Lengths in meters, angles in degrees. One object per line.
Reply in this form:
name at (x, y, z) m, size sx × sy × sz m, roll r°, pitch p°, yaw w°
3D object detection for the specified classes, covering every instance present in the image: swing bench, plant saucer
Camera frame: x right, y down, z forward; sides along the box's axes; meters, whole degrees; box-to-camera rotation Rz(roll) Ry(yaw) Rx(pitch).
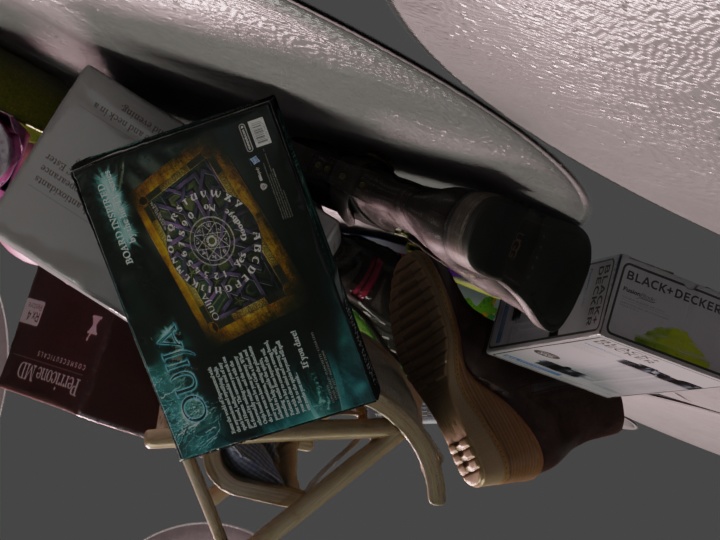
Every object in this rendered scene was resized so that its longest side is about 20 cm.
swing bench at (-0.049, 0.124, 1.472) m, size 0.200 × 0.130 × 0.199 m, roll -21°, pitch -168°, yaw 0°
plant saucer at (-0.316, -0.152, 1.408) m, size 0.200 × 0.048 × 0.200 m, roll 15°, pitch 174°, yaw 37°

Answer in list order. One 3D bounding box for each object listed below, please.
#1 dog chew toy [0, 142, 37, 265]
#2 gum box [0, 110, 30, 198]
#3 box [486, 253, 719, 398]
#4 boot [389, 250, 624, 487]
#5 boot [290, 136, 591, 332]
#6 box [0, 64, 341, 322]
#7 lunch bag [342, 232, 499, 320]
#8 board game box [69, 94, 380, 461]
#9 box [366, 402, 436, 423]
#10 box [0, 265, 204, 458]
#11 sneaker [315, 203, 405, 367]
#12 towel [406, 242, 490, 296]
dog chew toy at (-0.234, -0.054, 1.508) m, size 0.200 × 0.125 × 0.125 m, roll 16°, pitch 173°, yaw 33°
gum box at (-0.329, -0.102, 1.333) m, size 0.200 × 0.066 × 0.114 m, roll 19°, pitch 176°, yaw -2°
box at (0.185, 0.044, 1.392) m, size 0.117 × 0.060 × 0.200 m, roll 21°, pitch 167°, yaw -17°
boot at (0.117, 0.064, 1.525) m, size 0.166 × 0.200 × 0.072 m, roll -19°, pitch 179°, yaw -38°
boot at (0.048, -0.035, 1.272) m, size 0.174 × 0.069 × 0.200 m, roll 22°, pitch 173°, yaw 36°
box at (-0.127, -0.025, 1.317) m, size 0.199 × 0.131 × 0.200 m, roll 32°, pitch 178°, yaw 1°
lunch bag at (0.018, 0.018, 1.747) m, size 0.161 × 0.083 × 0.200 m, roll 27°, pitch 170°, yaw -37°
board game box at (-0.083, 0.007, 1.188) m, size 0.135 × 0.200 × 0.028 m, roll -17°, pitch -169°, yaw 9°
box at (0.117, 0.098, 1.767) m, size 0.200 × 0.051 × 0.158 m, roll -3°, pitch -169°, yaw 17°
box at (-0.179, 0.040, 1.643) m, size 0.164 × 0.200 × 0.166 m, roll 23°, pitch 172°, yaw -35°
sneaker at (0.000, 0.000, 1.589) m, size 0.200 × 0.084 × 0.077 m, roll 52°, pitch -179°, yaw -31°
towel at (0.130, 0.009, 1.566) m, size 0.143 × 0.023 × 0.200 m, roll 21°, pitch 175°, yaw -21°
